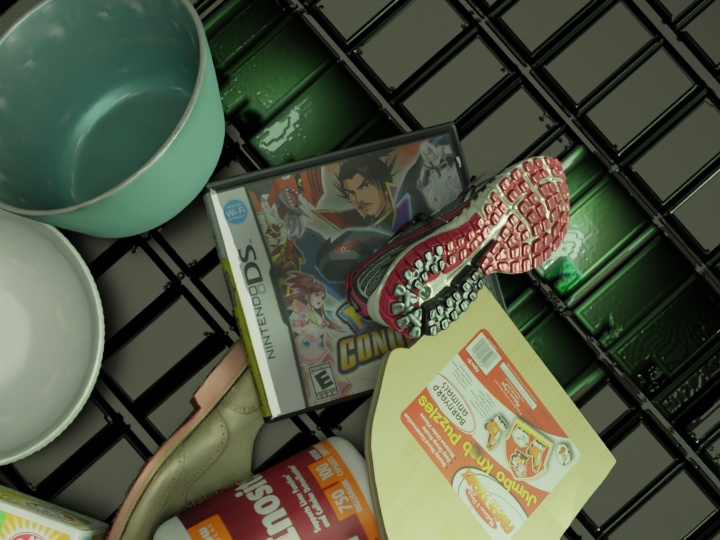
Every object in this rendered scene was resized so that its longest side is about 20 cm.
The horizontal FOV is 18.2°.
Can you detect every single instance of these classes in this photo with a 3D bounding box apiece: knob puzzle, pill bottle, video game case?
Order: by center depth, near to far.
[{"bbox_3d":[-0.076,0.210,1.614,0.200,0.113,0.113,-27,88,-12],"label":"pill bottle"},{"bbox_3d":[0.074,0.137,1.625,0.219,0.030,0.220,9,72,-31],"label":"knob puzzle"},{"bbox_3d":[0.000,0.000,1.659,0.200,0.026,0.181,-15,87,-16],"label":"video game case"}]

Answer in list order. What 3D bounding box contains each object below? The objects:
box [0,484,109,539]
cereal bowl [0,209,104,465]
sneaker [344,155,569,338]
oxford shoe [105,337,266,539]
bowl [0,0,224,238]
[{"bbox_3d":[-0.297,0.204,1.626,0.200,0.101,0.113,19,88,6],"label":"box"},{"bbox_3d":[-0.284,0.048,1.646,0.200,0.083,0.200,0,83,-2],"label":"cereal bowl"},{"bbox_3d":[0.074,-0.027,1.635,0.200,0.075,0.081,-32,118,-30],"label":"sneaker"},{"bbox_3d":[-0.119,0.149,1.654,0.074,0.071,0.200,36,88,-2],"label":"oxford shoe"},{"bbox_3d":[-0.179,-0.103,1.625,0.201,0.105,0.201,-12,57,20],"label":"bowl"}]
